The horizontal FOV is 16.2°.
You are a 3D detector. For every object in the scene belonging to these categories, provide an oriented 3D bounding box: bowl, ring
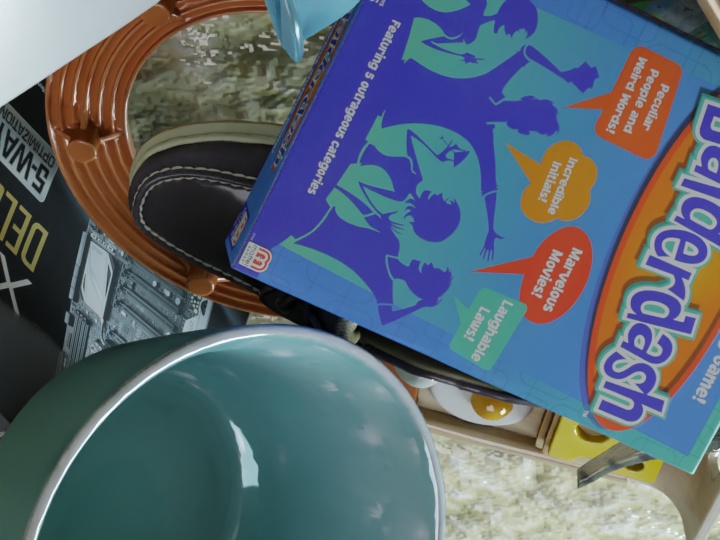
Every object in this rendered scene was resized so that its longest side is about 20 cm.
[{"bbox_3d":[-0.075,0.107,1.023,0.105,0.201,0.201,20,157,52],"label":"bowl"},{"bbox_3d":[-0.033,-0.050,1.036,0.200,0.019,0.200,6,133,7],"label":"ring"}]

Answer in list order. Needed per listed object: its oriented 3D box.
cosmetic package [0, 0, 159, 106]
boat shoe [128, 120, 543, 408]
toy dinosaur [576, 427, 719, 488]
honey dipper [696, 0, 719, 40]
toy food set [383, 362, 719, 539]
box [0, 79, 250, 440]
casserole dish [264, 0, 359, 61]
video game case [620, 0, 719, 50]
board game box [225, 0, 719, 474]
[{"bbox_3d":[-0.167,-0.183,0.823,0.199,0.123,0.200,40,147,21],"label":"cosmetic package"},{"bbox_3d":[0.000,0.000,1.016,0.200,0.065,0.072,21,132,-7],"label":"boat shoe"},{"bbox_3d":[0.188,0.041,1.075,0.200,0.047,0.088,-7,103,-5],"label":"toy dinosaur"},{"bbox_3d":[0.125,-0.096,0.901,0.038,0.038,0.200,-17,117,34],"label":"honey dipper"},{"bbox_3d":[0.078,0.062,1.157,0.200,0.060,0.144,15,142,1],"label":"toy food set"},{"bbox_3d":[-0.137,0.015,1.094,0.050,0.158,0.200,-14,133,33],"label":"box"},{"bbox_3d":[-0.033,-0.167,0.827,0.039,0.200,0.121,-16,168,-5],"label":"casserole dish"},{"bbox_3d":[0.088,-0.111,0.973,0.143,0.018,0.200,-25,127,39],"label":"video game case"},{"bbox_3d":[0.071,-0.031,0.959,0.200,0.045,0.152,24,101,-12],"label":"board game box"}]
